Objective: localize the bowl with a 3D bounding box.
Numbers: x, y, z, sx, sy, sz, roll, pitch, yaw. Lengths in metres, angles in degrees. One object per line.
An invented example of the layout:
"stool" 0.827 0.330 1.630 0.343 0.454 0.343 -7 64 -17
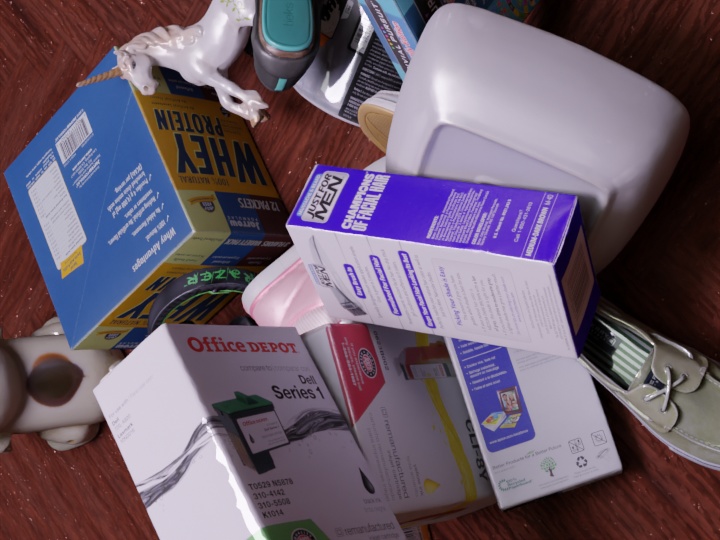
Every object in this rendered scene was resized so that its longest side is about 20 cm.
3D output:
"bowl" 0.110 -0.070 0.992 0.198 0.075 0.200 23 148 3

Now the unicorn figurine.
"unicorn figurine" -0.123 -0.190 1.225 0.137 0.074 0.200 42 100 1

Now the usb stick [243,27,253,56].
"usb stick" -0.067 -0.251 1.237 0.056 0.032 0.200 60 148 6

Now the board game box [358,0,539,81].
"board game box" 0.084 -0.239 1.025 0.047 0.151 0.201 28 73 37

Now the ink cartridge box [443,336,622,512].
"ink cartridge box" 0.122 0.073 1.087 0.098 0.039 0.202 -18 76 4

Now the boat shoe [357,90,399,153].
"boat shoe" 0.097 -0.104 1.091 0.198 0.071 0.070 20 66 8

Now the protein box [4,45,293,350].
"protein box" -0.200 -0.061 1.326 0.198 0.134 0.201 -40 65 32

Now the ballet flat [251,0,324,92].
"ballet flat" -0.058 -0.223 1.108 0.069 0.067 0.202 107 172 -57

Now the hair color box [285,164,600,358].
"hair color box" 0.059 -0.008 0.989 0.198 0.110 0.065 8 55 25

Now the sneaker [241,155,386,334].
"sneaker" 0.000 0.000 1.178 0.200 0.075 0.105 -43 61 10

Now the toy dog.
"toy dog" -0.338 0.121 1.398 0.192 0.199 0.141 3 92 40

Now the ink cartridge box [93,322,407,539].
"ink cartridge box" -0.069 0.137 0.946 0.084 0.145 0.201 -41 66 27

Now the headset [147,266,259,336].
"headset" -0.128 0.088 1.278 0.095 0.122 0.201 -104 16 -45

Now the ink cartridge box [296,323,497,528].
"ink cartridge box" 0.026 0.120 1.091 0.083 0.199 0.147 -26 73 33

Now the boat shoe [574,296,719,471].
"boat shoe" 0.208 0.079 1.007 0.199 0.062 0.072 33 100 23

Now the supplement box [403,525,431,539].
"supplement box" -0.047 0.240 1.149 0.125 0.199 0.074 -25 74 37

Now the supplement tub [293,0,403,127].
"supplement tub" 0.030 -0.220 1.143 0.122 0.122 0.202 36 111 35
